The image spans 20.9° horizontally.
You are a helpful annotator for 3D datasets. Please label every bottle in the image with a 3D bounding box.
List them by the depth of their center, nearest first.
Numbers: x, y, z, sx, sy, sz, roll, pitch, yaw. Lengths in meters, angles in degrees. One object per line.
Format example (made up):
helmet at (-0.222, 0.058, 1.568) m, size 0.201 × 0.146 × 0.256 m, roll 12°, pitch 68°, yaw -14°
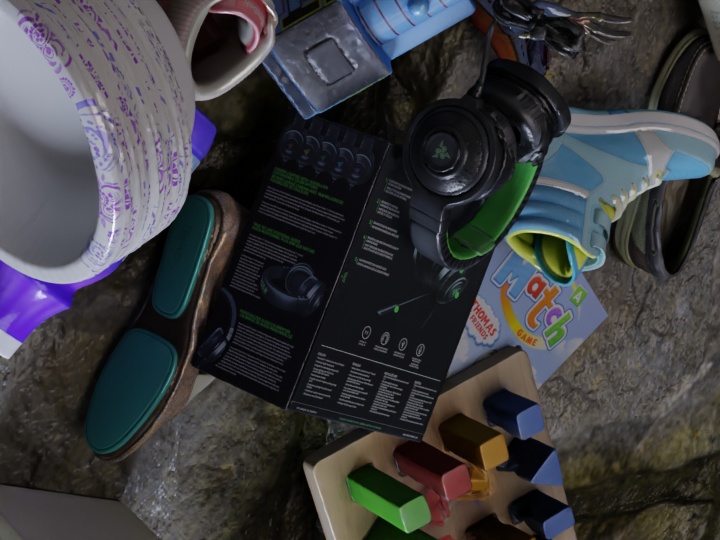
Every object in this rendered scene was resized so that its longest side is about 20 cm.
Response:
bottle at (-0.179, -0.036, 1.237) m, size 0.200 × 0.065 × 0.084 m, roll -52°, pitch 130°, yaw -4°

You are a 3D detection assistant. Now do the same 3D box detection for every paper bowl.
paper bowl at (-0.174, -0.102, 1.118) m, size 0.104 × 0.200 × 0.202 m, roll -37°, pitch 132°, yaw -38°

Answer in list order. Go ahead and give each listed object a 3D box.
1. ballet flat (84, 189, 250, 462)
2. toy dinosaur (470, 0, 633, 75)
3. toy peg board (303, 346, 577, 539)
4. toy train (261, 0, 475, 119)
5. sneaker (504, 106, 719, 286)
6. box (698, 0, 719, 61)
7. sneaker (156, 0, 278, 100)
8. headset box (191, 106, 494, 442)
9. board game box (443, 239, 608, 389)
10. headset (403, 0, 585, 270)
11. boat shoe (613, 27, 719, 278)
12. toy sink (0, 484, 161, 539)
ballet flat at (-0.119, 0.044, 1.328) m, size 0.067 × 0.068 × 0.201 m, roll 16°, pitch 104°, yaw -50°
toy dinosaur at (0.089, -0.206, 1.376) m, size 0.199 × 0.105 × 0.182 m, roll 1°, pitch 127°, yaw -2°
toy peg board at (0.087, 0.196, 1.464) m, size 0.199 × 0.098 × 0.201 m, roll -26°, pitch 114°, yaw -23°
toy train at (0.017, -0.186, 1.247) m, size 0.199 × 0.115 × 0.087 m, roll -27°, pitch 129°, yaw 14°
sneaker at (0.182, -0.050, 1.450) m, size 0.199 × 0.080 × 0.131 m, roll 1°, pitch 71°, yaw -20°
box at (0.314, -0.265, 1.448) m, size 0.128 × 0.109 × 0.200 m, roll -53°, pitch 136°, yaw -28°
sneaker at (-0.072, -0.188, 1.161) m, size 0.075 × 0.104 × 0.201 m, roll 31°, pitch 87°, yaw -42°
headset box at (0.000, 0.000, 1.336) m, size 0.174 × 0.092 × 0.201 m, roll 18°, pitch 93°, yaw -55°
board game box at (0.088, 0.054, 1.509) m, size 0.200 × 0.037 × 0.151 m, roll -46°, pitch 131°, yaw -10°
headset at (0.092, -0.085, 1.244) m, size 0.123 × 0.094 × 0.201 m, roll -37°, pitch 144°, yaw -40°
boat shoe at (0.261, -0.089, 1.548) m, size 0.073 × 0.065 × 0.201 m, roll 0°, pitch 111°, yaw -35°
toy sink at (-0.182, 0.240, 1.288) m, size 0.130 × 0.200 × 0.113 m, roll 14°, pitch 103°, yaw -42°
